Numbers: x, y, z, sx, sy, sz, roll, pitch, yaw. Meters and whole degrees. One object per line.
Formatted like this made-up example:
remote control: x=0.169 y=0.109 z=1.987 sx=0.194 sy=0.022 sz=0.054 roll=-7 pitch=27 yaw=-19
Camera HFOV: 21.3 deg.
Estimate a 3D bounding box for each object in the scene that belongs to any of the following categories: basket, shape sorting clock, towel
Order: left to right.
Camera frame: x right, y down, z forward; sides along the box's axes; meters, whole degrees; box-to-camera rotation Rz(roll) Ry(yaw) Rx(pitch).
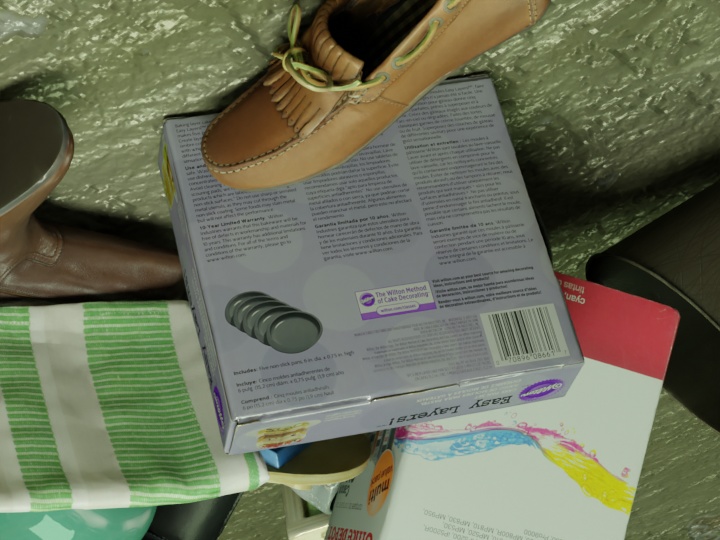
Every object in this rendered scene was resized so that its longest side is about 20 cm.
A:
towel: x=-0.158 y=0.066 z=0.989 sx=0.199 sy=0.153 sz=0.023 roll=2 pitch=128 yaw=-25
shape sorting clock: x=-0.091 y=0.081 z=1.100 sx=0.200 sy=0.200 sz=0.039 roll=10 pitch=107 yaw=-40
basket: x=0.267 y=-0.009 z=1.162 sx=0.200 sy=0.180 sz=0.136 roll=-38 pitch=129 yaw=-14

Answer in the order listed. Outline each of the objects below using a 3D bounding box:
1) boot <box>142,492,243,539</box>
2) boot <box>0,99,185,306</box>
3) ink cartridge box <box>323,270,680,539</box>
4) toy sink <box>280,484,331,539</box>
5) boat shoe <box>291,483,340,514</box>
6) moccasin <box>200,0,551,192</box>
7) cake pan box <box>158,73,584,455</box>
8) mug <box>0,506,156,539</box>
boot: x=-0.114 y=0.163 z=1.228 sx=0.073 sy=0.198 sz=0.163 roll=30 pitch=105 yaw=-8
boot: x=-0.150 y=-0.018 z=1.036 sx=0.186 sy=0.064 sz=0.200 roll=-23 pitch=151 yaw=38
ink cartridge box: x=0.079 y=0.104 z=1.134 sx=0.144 sy=0.201 sz=0.145 roll=17 pitch=171 yaw=-11
toy sink: x=0.015 y=0.135 z=1.328 sx=0.130 sy=0.200 sz=0.112 roll=-18 pitch=122 yaw=5
boat shoe: x=0.033 y=0.079 z=1.238 sx=0.201 sy=0.072 sz=0.070 roll=-42 pitch=156 yaw=-8
moccasin: x=-0.002 y=-0.108 z=0.952 sx=0.201 sy=0.074 sz=0.078 roll=-28 pitch=141 yaw=25
cake pan box: x=0.006 y=-0.008 z=1.016 sx=0.199 sy=0.185 sz=0.052 roll=-10 pitch=155 yaw=-14
mug: x=-0.203 y=0.116 z=1.146 sx=0.114 sy=0.152 sz=0.185 roll=-31 pitch=162 yaw=24
